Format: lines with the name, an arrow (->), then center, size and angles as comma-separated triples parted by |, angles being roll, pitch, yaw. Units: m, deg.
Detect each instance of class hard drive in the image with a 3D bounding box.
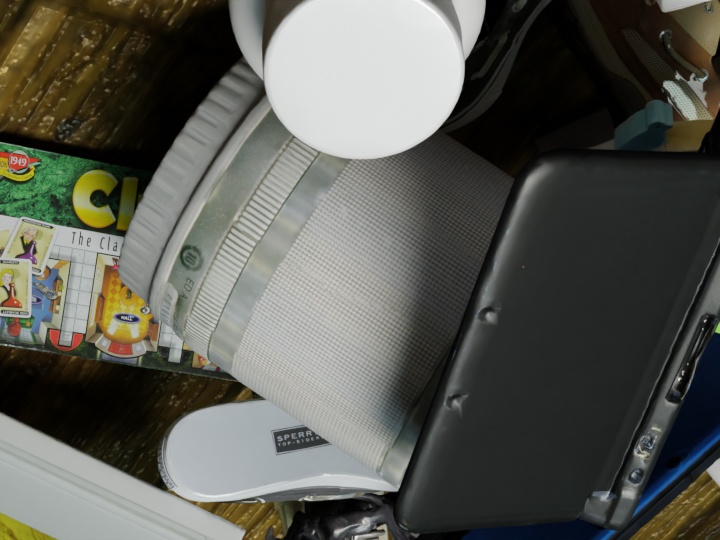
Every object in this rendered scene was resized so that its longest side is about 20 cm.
hard drive -> -0.166, 0.126, 1.154 | 0.199, 0.026, 0.132 | 25, 157, -1

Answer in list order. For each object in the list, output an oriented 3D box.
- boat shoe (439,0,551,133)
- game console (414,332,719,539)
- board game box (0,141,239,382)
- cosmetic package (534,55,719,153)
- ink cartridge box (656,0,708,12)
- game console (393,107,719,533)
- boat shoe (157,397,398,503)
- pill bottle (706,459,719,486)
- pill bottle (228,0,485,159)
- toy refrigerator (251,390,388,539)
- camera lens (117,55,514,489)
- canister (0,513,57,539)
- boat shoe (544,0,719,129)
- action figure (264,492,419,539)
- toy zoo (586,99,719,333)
boat shoe -> 0.048, -0.129, 1.002 | 0.063, 0.071, 0.200 | -25, 162, -40
game console -> 0.139, 0.129, 1.076 | 0.200, 0.118, 0.171 | -39, 137, -8
board game box -> -0.123, -0.002, 1.094 | 0.199, 0.106, 0.023 | 10, 173, -28
cosmetic package -> 0.205, -0.073, 1.143 | 0.199, 0.051, 0.083 | -24, 116, 7
ink cartridge box -> 0.152, -0.205, 0.951 | 0.067, 0.116, 0.201 | -14, 138, -3
game console -> 0.102, 0.010, 0.935 | 0.115, 0.176, 0.201 | 18, 120, -2
boat shoe -> -0.018, 0.099, 1.144 | 0.198, 0.071, 0.066 | -9, 172, -15
pill bottle -> 0.303, 0.058, 1.286 | 0.112, 0.113, 0.200 | 14, 129, -31
pill bottle -> -0.003, -0.137, 0.892 | 0.110, 0.201, 0.112 | -2, 127, -2
toy refrigerator -> -0.028, 0.101, 1.245 | 0.069, 0.076, 0.201 | -12, 138, -6
camera lens -> 0.000, 0.000, 1.022 | 0.199, 0.160, 0.161 | 33, 129, 7
canister -> -0.268, 0.224, 1.286 | 0.199, 0.087, 0.149 | -30, 137, 15
boat shoe -> 0.148, -0.121, 1.057 | 0.074, 0.076, 0.201 | -32, 120, 2
action figure -> 0.027, 0.166, 1.188 | 0.198, 0.103, 0.119 | -14, 173, -6
toy zoo -> 0.174, -0.021, 1.063 | 0.130, 0.021, 0.200 | -10, 144, 15
